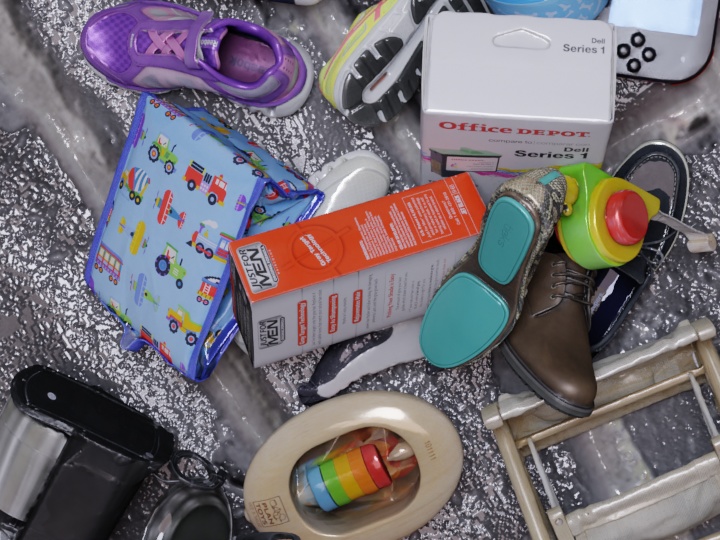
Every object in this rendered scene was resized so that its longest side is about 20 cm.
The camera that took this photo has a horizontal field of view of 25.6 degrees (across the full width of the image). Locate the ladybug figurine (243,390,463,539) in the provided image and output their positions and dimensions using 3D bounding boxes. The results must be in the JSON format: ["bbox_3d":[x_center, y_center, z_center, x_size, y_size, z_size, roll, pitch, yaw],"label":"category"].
[{"bbox_3d":[-0.008,0.167,1.338,0.198,0.072,0.137,-19,104,10],"label":"ladybug figurine"}]

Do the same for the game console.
[{"bbox_3d":[0.215,-0.263,1.312,0.174,0.031,0.203,8,95,3],"label":"game console"}]

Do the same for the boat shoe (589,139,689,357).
[{"bbox_3d":[0.217,-0.014,1.319,0.074,0.062,0.202,28,95,2],"label":"boat shoe"}]

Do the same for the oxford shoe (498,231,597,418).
[{"bbox_3d":[0.150,0.029,1.241,0.072,0.201,0.085,17,126,-26],"label":"oxford shoe"}]

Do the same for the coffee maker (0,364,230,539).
[{"bbox_3d":[-0.247,0.213,1.324,0.191,0.135,0.202,31,104,14],"label":"coffee maker"}]

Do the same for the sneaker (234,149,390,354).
[{"bbox_3d":[-0.038,-0.009,1.317,0.075,0.081,0.201,32,101,-35],"label":"sneaker"}]

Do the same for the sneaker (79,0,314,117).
[{"bbox_3d":[-0.137,-0.183,1.310,0.197,0.088,0.082,11,88,3],"label":"sneaker"}]

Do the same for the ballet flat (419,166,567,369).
[{"bbox_3d":[0.108,-0.002,1.195,0.068,0.075,0.201,42,137,16],"label":"ballet flat"}]

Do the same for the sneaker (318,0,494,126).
[{"bbox_3d":[0.037,-0.205,1.308,0.200,0.090,0.078,-43,117,-14],"label":"sneaker"}]

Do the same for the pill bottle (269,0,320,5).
[{"bbox_3d":[-0.076,-0.276,1.288,0.197,0.111,0.113,8,96,3],"label":"pill bottle"}]

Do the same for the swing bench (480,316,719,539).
[{"bbox_3d":[0.225,0.164,1.304,0.197,0.130,0.202,-22,88,6],"label":"swing bench"}]

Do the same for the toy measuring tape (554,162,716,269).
[{"bbox_3d":[0.210,-0.025,1.236,0.199,0.073,0.074,23,98,-40],"label":"toy measuring tape"}]

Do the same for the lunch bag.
[{"bbox_3d":[-0.148,-0.018,1.305,0.150,0.094,0.202,36,103,30],"label":"lunch bag"}]

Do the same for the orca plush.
[{"bbox_3d":[0.028,0.045,1.349,0.199,0.071,0.105,-38,136,10],"label":"orca plush"}]

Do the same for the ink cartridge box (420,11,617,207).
[{"bbox_3d":[0.118,-0.115,1.240,0.143,0.200,0.085,3,70,3],"label":"ink cartridge box"}]

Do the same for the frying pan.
[{"bbox_3d":[-0.118,0.218,1.336,0.189,0.031,0.116,-30,50,27],"label":"frying pan"}]

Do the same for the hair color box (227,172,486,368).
[{"bbox_3d":[0.000,0.000,1.232,0.198,0.102,0.062,-17,59,-13],"label":"hair color box"}]

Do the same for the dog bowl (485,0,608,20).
[{"bbox_3d":[0.145,-0.260,1.233,0.110,0.050,0.202,-9,50,17],"label":"dog bowl"}]
